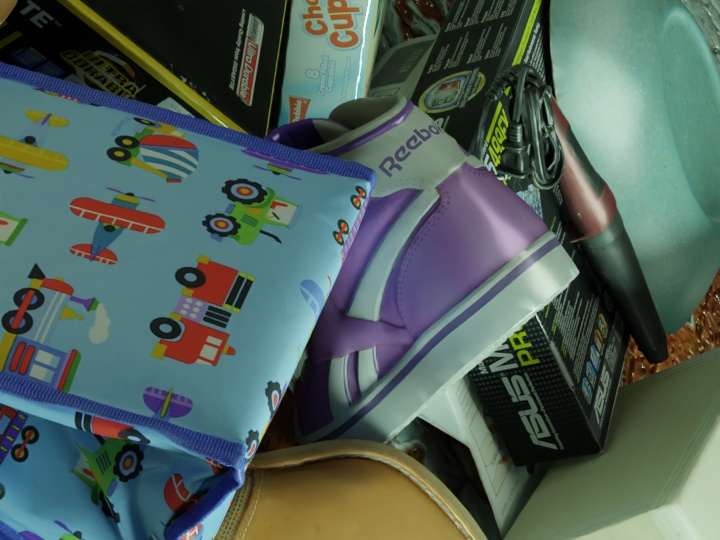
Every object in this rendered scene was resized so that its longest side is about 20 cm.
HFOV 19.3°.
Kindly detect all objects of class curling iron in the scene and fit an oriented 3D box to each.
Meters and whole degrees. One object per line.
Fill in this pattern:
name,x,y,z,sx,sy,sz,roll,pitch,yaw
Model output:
curling iron,0.095,-0.018,0.919,0.050,0.026,0.200,-63,143,-22

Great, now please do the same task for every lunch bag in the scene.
lunch bag,-0.116,-0.001,0.671,0.200,0.094,0.151,26,40,-1

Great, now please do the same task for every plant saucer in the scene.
plant saucer,0.147,-0.070,1.026,0.201,0.039,0.201,36,49,-55

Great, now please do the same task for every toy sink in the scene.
toy sink,0.161,0.115,0.951,0.130,0.112,0.200,54,39,-11

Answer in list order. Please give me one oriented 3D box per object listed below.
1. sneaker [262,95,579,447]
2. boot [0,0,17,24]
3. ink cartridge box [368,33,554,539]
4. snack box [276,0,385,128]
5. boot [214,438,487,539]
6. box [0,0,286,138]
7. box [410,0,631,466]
sneaker,0.001,0.000,0.793,0.114,0.200,0.073,48,58,5
boot,-0.157,-0.063,0.585,0.200,0.155,0.074,-20,110,-30
ink cartridge box,0.040,0.012,0.973,0.200,0.050,0.162,70,28,-23
snack box,-0.003,-0.146,0.926,0.037,0.116,0.200,8,33,1
boot,-0.035,0.121,0.735,0.200,0.077,0.155,38,38,-29
box,-0.095,-0.150,0.809,0.160,0.049,0.200,36,42,-31
box,0.079,-0.036,0.970,0.160,0.044,0.200,61,30,-29
